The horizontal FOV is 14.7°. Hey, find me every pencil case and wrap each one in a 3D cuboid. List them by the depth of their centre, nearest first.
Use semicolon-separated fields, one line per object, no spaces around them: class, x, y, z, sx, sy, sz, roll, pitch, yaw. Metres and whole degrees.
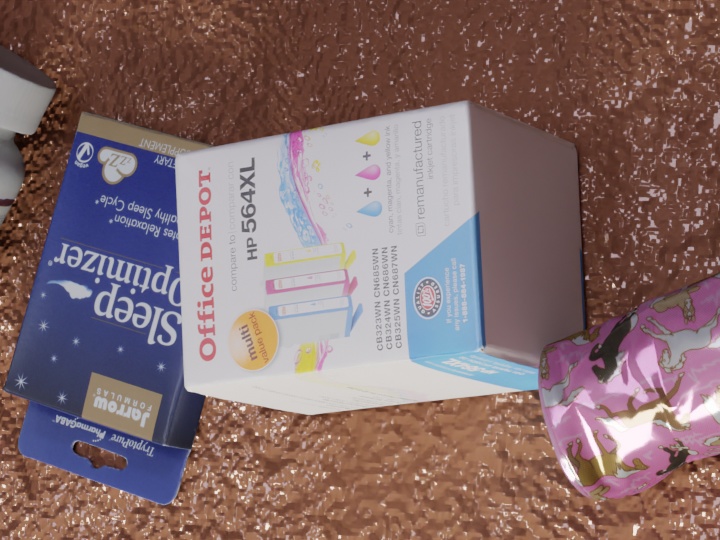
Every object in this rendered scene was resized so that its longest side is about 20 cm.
pencil case;0.183;0.045;1.347;0.199;0.083;0.087;-21;61;26

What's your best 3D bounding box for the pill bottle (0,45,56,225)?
pill bottle;-0.261;-0.040;1.610;0.109;0.109;0.201;34;99;30

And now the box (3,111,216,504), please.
box;-0.130;0.021;1.568;0.121;0.032;0.201;15;91;32

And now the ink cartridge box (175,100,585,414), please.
ink cartridge box;0.000;0.000;1.438;0.199;0.125;0.129;-9;77;29
